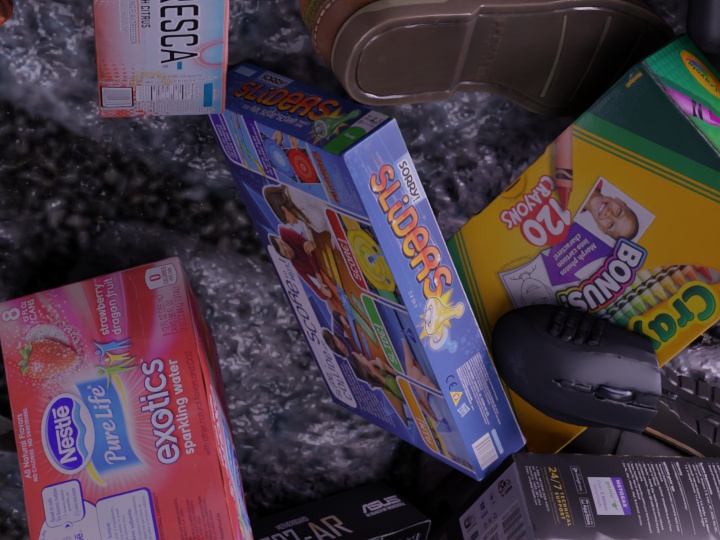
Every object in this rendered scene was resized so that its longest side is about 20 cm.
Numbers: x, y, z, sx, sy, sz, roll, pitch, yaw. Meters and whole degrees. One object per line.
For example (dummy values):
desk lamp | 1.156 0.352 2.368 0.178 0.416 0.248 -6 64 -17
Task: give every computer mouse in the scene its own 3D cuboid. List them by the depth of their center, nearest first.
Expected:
computer mouse | 0.149 0.068 1.195 0.200 0.034 0.059 20 118 23

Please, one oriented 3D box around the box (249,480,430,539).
box | -0.051 0.225 1.369 0.160 0.044 0.201 -15 129 -40

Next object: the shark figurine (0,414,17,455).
shark figurine | -0.166 0.175 1.349 0.128 0.090 0.215 8 121 -13

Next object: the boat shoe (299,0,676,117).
boat shoe | 0.065 -0.123 1.213 0.199 0.068 0.072 2 127 -35

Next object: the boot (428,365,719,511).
boot | 0.152 0.125 1.375 0.200 0.078 0.138 35 115 -10

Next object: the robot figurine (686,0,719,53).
robot figurine | 0.249 -0.143 1.198 0.150 0.125 0.201 25 124 30

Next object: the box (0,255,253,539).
box | -0.112 0.109 1.241 0.102 0.201 0.095 -15 151 1

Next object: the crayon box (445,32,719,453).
crayon box | 0.124 -0.008 1.236 0.119 0.058 0.200 50 126 5

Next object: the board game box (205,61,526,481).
board game box | 0.000 0.000 1.241 0.034 0.135 0.200 -36 124 -21

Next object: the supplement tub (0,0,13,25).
supplement tub | -0.267 -0.100 1.154 0.200 0.123 0.123 -35 118 13

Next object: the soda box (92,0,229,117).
soda box | -0.091 -0.143 1.126 0.063 0.069 0.200 -3 157 -6

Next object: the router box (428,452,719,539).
router box | 0.107 0.165 1.306 0.157 0.052 0.200 4 146 -28
